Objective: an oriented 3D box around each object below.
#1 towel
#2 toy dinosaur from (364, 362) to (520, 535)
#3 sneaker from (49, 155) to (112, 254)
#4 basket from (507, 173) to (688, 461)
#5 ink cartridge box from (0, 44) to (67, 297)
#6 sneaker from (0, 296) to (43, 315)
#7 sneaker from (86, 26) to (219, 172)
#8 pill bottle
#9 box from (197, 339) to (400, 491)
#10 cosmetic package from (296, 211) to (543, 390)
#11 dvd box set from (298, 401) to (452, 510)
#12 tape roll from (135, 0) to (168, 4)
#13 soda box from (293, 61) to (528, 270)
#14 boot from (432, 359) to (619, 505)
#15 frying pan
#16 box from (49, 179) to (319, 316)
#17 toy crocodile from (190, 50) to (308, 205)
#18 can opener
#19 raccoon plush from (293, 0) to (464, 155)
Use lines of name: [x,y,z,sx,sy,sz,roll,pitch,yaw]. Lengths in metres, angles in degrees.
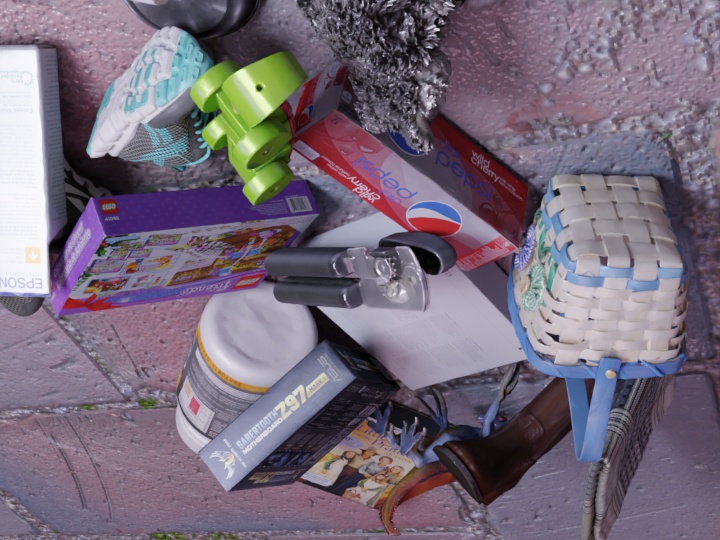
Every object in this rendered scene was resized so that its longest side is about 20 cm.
towel: [0.253,0.149,1.046,0.035,0.193,0.200,19,147,20]
toy dinosaur: [0.091,0.180,1.151,0.181,0.200,0.105,26,166,-37]
sneaker: [-0.285,-0.064,0.983,0.066,0.091,0.200,-22,132,34]
basket: [0.190,0.030,0.924,0.139,0.176,0.200,-2,126,2]
ink cartridge box: [-0.338,-0.082,0.922,0.196,0.043,0.200,2,102,11]
sneaker: [-0.361,-0.011,1.055,0.078,0.091,0.200,6,143,20]
sneaker: [-0.139,-0.123,0.867,0.091,0.078,0.200,21,165,-24]
pill bottle: [-0.122,0.106,1.138,0.116,0.116,0.200,18,141,-9]
box: [-0.052,0.142,1.086,0.158,0.051,0.200,-43,164,5]
cosmetic package: [0.055,0.026,1.046,0.151,0.052,0.200,-17,134,34]
dvd box set: [0.012,0.214,1.313,0.146,0.029,0.200,23,141,-15]
tape roll: [-0.126,-0.251,0.616,0.071,0.203,0.202,11,143,0]
soda box: [0.041,-0.082,0.894,0.200,0.070,0.063,35,139,-27]
boot: [0.166,0.127,1.032,0.200,0.064,0.186,-41,161,1]
frying pan: [-0.145,-0.190,0.843,0.115,0.031,0.190,25,138,-13]
box: [-0.152,-0.020,0.964,0.200,0.039,0.137,-8,155,-36]
toy crocodile: [-0.072,-0.100,0.797,0.068,0.062,0.200,53,170,9]
can opener: [0.000,0.000,0.932,0.200,0.067,0.053,2,113,54]
raccoon plush: [-0.020,-0.148,0.750,0.200,0.097,0.134,0,115,-22]
